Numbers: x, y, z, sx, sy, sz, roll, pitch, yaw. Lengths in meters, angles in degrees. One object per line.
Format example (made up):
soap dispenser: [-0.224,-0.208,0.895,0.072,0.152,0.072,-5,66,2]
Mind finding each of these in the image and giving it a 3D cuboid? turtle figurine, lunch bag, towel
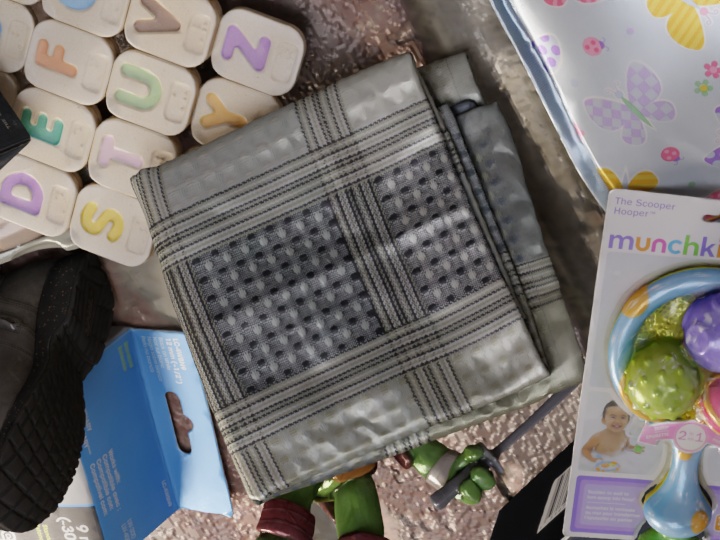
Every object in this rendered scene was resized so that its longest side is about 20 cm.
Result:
turtle figurine: [0.007,0.099,1.225,0.198,0.195,0.144,-2,152,25]
lunch bag: [0.166,-0.125,1.071,0.169,0.127,0.201,-22,105,28]
towel: [0.000,0.000,1.169,0.199,0.035,0.194,-22,79,3]

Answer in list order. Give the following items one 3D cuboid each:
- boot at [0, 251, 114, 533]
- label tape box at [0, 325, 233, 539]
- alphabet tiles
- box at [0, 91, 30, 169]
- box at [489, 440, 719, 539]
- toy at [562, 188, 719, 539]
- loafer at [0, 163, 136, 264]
boot: [-0.225,0.073,1.294,0.130,0.201,0.070,-5,130,17]
label tape box: [-0.191,0.109,1.389,0.198,0.066,0.144,2,125,19]
alphabet tiles: [-0.134,-0.105,1.213,0.194,0.015,0.201,21,112,7]
box: [-0.292,-0.105,1.241,0.157,0.051,0.201,-36,85,35]
box: [0.196,0.175,1.270,0.196,0.124,0.200,37,126,-8]
toy: [0.167,0.062,1.101,0.114,0.047,0.201,4,122,-1]
loafer: [-0.200,-0.039,1.294,0.198,0.072,0.063,-12,103,18]
